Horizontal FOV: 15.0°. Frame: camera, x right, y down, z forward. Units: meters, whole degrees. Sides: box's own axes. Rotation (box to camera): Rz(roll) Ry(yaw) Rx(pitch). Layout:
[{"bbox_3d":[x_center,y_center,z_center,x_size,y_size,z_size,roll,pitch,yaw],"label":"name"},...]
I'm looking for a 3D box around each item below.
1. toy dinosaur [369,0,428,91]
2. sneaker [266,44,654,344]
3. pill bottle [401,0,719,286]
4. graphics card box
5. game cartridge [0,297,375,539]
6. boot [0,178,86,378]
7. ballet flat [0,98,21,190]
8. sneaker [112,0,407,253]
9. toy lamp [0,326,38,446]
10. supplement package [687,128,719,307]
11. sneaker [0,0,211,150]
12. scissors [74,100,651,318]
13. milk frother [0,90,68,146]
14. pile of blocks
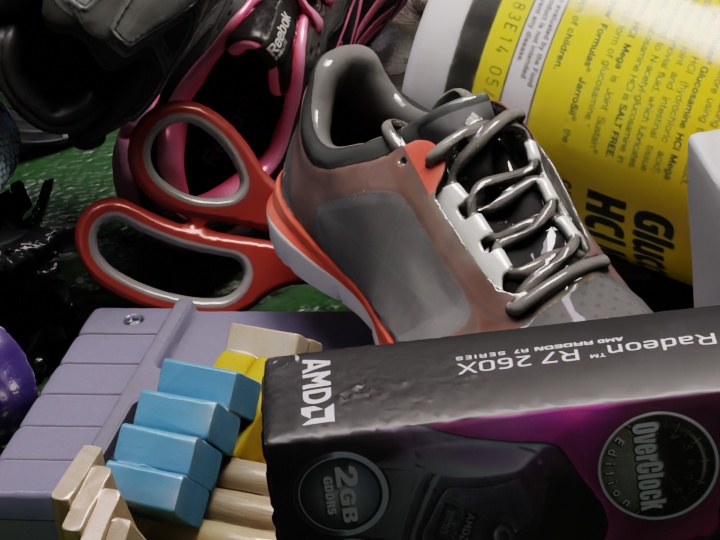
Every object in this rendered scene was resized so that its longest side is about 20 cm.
[{"bbox_3d":[0.026,-0.072,1.081,0.102,0.077,0.200,-21,61,-24],"label":"toy dinosaur"},{"bbox_3d":[0.035,-0.010,0.850,0.077,0.082,0.200,-19,38,-34],"label":"sneaker"},{"bbox_3d":[0.123,-0.050,0.927,0.200,0.113,0.112,21,35,18],"label":"pill bottle"},{"bbox_3d":[0.079,0.074,0.703,0.199,0.126,0.051,-6,27,2],"label":"graphics card box"},{"bbox_3d":[-0.010,0.051,0.877,0.199,0.038,0.130,0,23,14],"label":"game cartridge"},{"bbox_3d":[-0.206,0.003,0.987,0.198,0.074,0.162,-18,34,-17],"label":"boot"},{"bbox_3d":[-0.153,-0.045,0.929,0.074,0.074,0.200,-8,28,-1],"label":"ballet flat"},{"bbox_3d":[-0.025,-0.096,0.999,0.079,0.200,0.095,26,1,-3],"label":"sneaker"},{"bbox_3d":[-0.178,0.076,0.841,0.058,0.058,0.200,8,31,29],"label":"toy lamp"},{"bbox_3d":[0.207,0.014,0.800,0.199,0.110,0.114,-10,27,-6],"label":"supplement package"},{"bbox_3d":[-0.104,-0.088,0.975,0.098,0.071,0.200,-57,13,-21],"label":"sneaker"},{"bbox_3d":[0.000,0.000,0.963,0.200,0.073,0.014,19,-2,-9],"label":"scissors"},{"bbox_3d":[-0.158,-0.150,1.217,0.200,0.180,0.188,-52,5,-18],"label":"milk frother"},{"bbox_3d":[-0.039,0.078,0.743,0.062,0.082,0.200,9,43,18],"label":"pile of blocks"}]
